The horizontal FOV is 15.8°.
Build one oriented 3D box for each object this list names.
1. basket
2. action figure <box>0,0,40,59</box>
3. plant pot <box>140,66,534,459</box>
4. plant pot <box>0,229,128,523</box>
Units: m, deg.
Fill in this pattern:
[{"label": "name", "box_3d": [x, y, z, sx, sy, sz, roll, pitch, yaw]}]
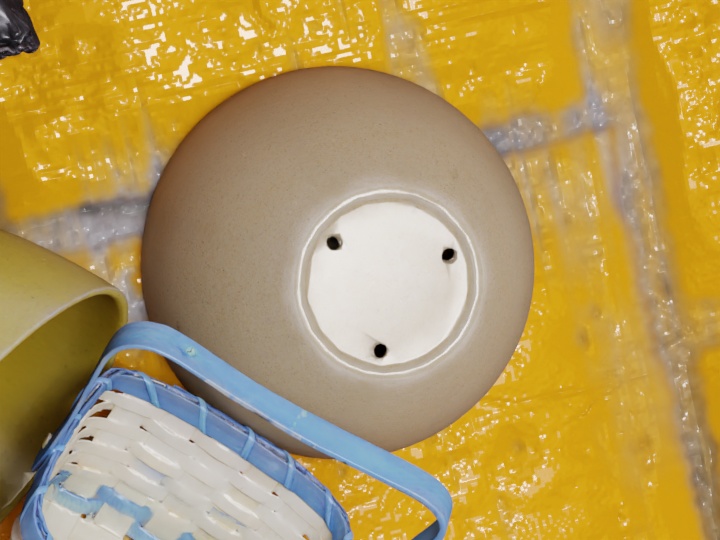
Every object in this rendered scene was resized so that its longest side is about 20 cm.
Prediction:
[{"label": "basket", "box_3d": [-0.073, 0.121, 1.224, 0.176, 0.139, 0.200, 31, 130, -9]}, {"label": "action figure", "box_3d": [-0.212, -0.192, 1.223, 0.119, 0.102, 0.200, -14, 99, 1]}, {"label": "plant pot", "box_3d": [0.000, 0.000, 1.263, 0.200, 0.134, 0.201, -1, 94, -11]}, {"label": "plant pot", "box_3d": [-0.226, 0.046, 1.207, 0.142, 0.200, 0.200, 37, 86, 11]}]
